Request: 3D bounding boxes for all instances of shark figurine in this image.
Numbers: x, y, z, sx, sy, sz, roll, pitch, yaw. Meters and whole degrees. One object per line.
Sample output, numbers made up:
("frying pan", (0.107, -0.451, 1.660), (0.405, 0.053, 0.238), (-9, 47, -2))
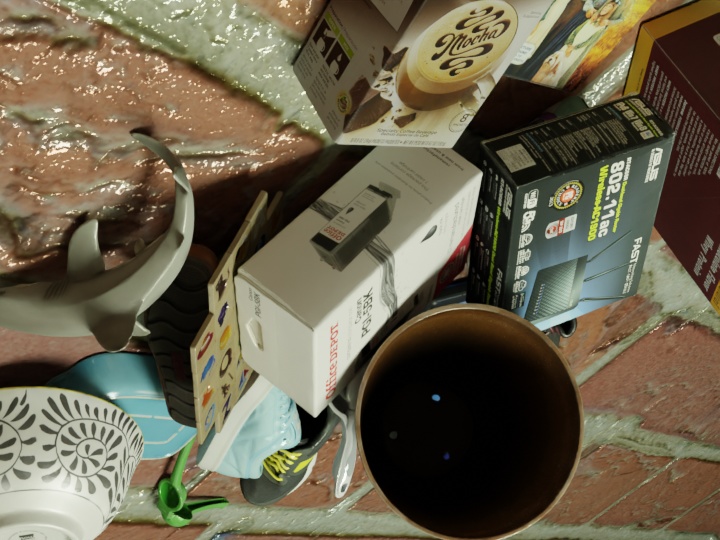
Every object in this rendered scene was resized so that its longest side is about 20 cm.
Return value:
("shark figurine", (-0.165, 0.010, 0.870), (0.214, 0.090, 0.128), (-38, 126, 23))

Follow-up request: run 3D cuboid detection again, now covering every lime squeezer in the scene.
("lime squeezer", (-0.183, 0.236, 1.290), (0.070, 0.038, 0.201), (-25, 150, -10))

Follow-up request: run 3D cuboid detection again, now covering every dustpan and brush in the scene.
("dustpan and brush", (-0.008, 0.109, 1.136), (0.139, 0.057, 0.202), (6, 104, -48))

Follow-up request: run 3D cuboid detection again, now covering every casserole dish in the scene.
("casserole dish", (-0.206, 0.130, 1.103), (0.121, 0.039, 0.199), (-44, 147, 22))

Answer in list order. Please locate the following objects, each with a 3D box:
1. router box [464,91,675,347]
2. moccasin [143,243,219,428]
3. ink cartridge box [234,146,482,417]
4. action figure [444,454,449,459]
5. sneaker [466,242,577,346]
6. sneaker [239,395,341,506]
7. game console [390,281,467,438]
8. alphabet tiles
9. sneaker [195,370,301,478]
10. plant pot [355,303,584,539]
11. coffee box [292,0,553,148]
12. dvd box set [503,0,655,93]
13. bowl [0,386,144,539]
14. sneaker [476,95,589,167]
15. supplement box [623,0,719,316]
("router box", (0.173, -0.039, 1.033), (0.149, 0.062, 0.201), (-20, 140, -17))
("moccasin", (-0.130, 0.048, 1.004), (0.073, 0.078, 0.202), (7, 139, 11))
("ink cartridge box", (0.000, 0.000, 0.979), (0.200, 0.083, 0.147), (-43, 158, -25))
("action figure", (0.097, 0.145, 1.231), (0.200, 0.065, 0.099), (-41, 135, -12))
("sneaker", (0.177, 0.050, 1.203), (0.076, 0.115, 0.200), (-43, 135, -8))
("sneaker", (-0.073, 0.166, 1.227), (0.201, 0.074, 0.085), (-56, 170, 23))
("game console", (0.120, 0.103, 1.281), (0.199, 0.119, 0.171), (-14, 147, -28))
("alphabet tiles", (-0.096, 0.038, 0.971), (0.201, 0.006, 0.167), (96, 16, -51))
("sneaker", (-0.084, 0.124, 1.142), (0.081, 0.074, 0.200), (20, 132, -17))
("plant pot", (0.075, 0.134, 1.058), (0.186, 0.188, 0.200), (-25, 175, -10))
("coffee box", (0.054, -0.181, 0.819), (0.112, 0.080, 0.200), (-3, 141, -39))
("dvd box set", (0.178, -0.225, 0.917), (0.146, 0.030, 0.200), (4, 136, -46))
("bowl", (-0.280, 0.191, 1.016), (0.199, 0.095, 0.202), (-7, 142, -6))
("sneaker", (0.145, -0.061, 1.105), (0.139, 0.078, 0.201), (-24, 141, -9))
("supplement box", (0.340, -0.105, 1.077), (0.132, 0.201, 0.198), (-23, 150, -13))
